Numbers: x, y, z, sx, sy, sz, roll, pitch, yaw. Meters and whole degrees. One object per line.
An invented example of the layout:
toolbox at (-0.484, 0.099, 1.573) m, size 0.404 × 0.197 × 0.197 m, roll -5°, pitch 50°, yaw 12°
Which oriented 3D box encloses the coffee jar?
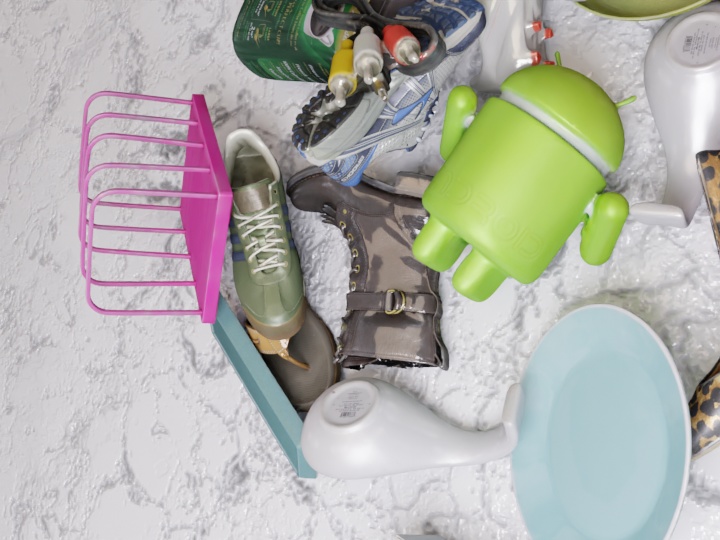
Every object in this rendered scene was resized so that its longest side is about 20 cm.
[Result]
coffee jar at (-0.025, -0.229, 0.888) m, size 0.198 × 0.085 × 0.106 m, roll 19°, pitch 82°, yaw 36°

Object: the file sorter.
file sorter at (-0.205, -0.067, 0.875) m, size 0.201 × 0.123 × 0.141 m, roll -114°, pitch 32°, yaw -51°

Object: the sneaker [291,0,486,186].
sneaker at (0.033, -0.153, 0.790) m, size 0.199 × 0.085 × 0.077 m, roll -41°, pitch 43°, yaw 1°

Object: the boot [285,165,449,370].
boot at (0.000, 0.000, 0.825) m, size 0.197 × 0.069 × 0.177 m, roll 7°, pitch 81°, yaw 33°

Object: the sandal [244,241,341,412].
sandal at (-0.078, 0.041, 0.875) m, size 0.081 × 0.054 × 0.203 m, roll -29°, pitch 64°, yaw 25°

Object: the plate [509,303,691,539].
plate at (0.173, 0.126, 0.663) m, size 0.200 × 0.025 × 0.204 m, roll -172°, pitch 90°, yaw -67°

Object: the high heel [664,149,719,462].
high heel at (0.238, 0.022, 0.631) m, size 0.142 × 0.071 × 0.201 m, roll 41°, pitch 90°, yaw 9°

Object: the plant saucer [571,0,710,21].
plant saucer at (0.250, -0.283, 0.737) m, size 0.197 × 0.031 × 0.203 m, roll -15°, pitch 62°, yaw 29°

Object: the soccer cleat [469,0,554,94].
soccer cleat at (0.130, -0.255, 0.804) m, size 0.077 × 0.069 × 0.204 m, roll -2°, pitch 80°, yaw 36°

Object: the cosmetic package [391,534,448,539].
cosmetic package at (0.101, 0.287, 0.675) m, size 0.198 × 0.084 × 0.109 m, roll 22°, pitch 90°, yaw 36°

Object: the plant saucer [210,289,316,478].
plant saucer at (-0.097, 0.106, 0.867) m, size 0.019 × 0.070 × 0.201 m, roll -24°, pitch 56°, yaw -20°

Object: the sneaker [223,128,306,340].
sneaker at (-0.097, -0.042, 0.844) m, size 0.066 × 0.090 × 0.203 m, roll -12°, pitch 58°, yaw 0°

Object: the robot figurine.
robot figurine at (0.127, -0.073, 0.722) m, size 0.175 × 0.115 × 0.201 m, roll 38°, pitch 96°, yaw 23°

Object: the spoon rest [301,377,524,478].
spoon rest at (0.041, 0.129, 0.748) m, size 0.197 × 0.061 × 0.100 m, roll -5°, pitch 40°, yaw 28°

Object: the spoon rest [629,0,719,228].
spoon rest at (0.254, -0.119, 0.700) m, size 0.098 × 0.061 × 0.203 m, roll 10°, pitch 71°, yaw 34°

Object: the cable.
cable at (0.007, -0.204, 0.751) m, size 0.096 × 0.051 × 0.202 m, roll -25°, pitch 45°, yaw 8°
